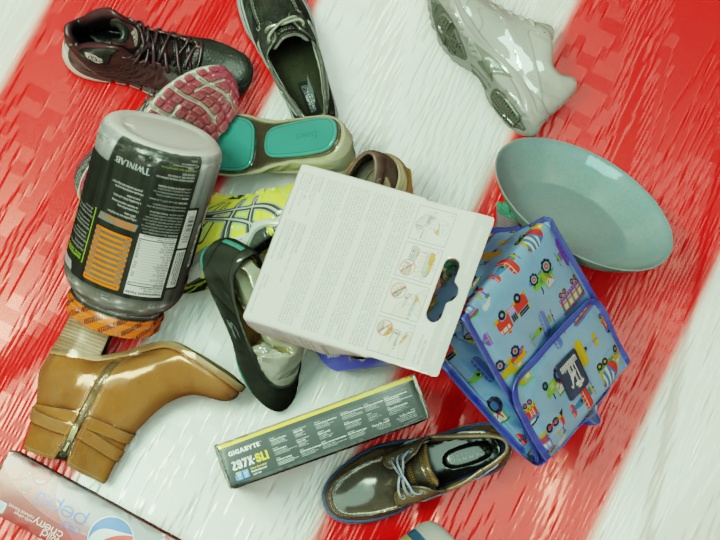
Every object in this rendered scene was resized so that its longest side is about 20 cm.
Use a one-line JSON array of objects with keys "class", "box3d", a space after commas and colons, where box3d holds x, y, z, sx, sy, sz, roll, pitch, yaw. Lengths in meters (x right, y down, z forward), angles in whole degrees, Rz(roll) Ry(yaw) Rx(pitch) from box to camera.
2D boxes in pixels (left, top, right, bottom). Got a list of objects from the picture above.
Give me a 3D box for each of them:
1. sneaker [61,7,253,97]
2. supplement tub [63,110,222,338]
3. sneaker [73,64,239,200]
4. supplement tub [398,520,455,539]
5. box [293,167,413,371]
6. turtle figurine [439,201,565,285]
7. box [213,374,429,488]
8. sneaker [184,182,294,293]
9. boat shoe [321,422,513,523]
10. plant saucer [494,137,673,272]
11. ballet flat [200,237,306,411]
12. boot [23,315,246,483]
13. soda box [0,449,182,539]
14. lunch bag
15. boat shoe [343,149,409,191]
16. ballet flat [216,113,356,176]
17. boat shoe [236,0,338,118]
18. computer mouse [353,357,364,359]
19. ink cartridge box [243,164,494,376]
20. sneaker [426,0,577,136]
[{"class": "sneaker", "box3d": [-0.209, -0.218, 1.612, 0.200, 0.116, 0.076, 7, 81, -2]}, {"class": "supplement tub", "box3d": [-0.215, -0.043, 1.537, 0.122, 0.123, 0.200, 19, 109, 0]}, {"class": "sneaker", "box3d": [-0.212, -0.142, 1.606, 0.200, 0.075, 0.081, -38, 124, -1]}, {"class": "supplement tub", "box3d": [0.032, 0.352, 1.527, 0.200, 0.145, 0.145, -36, 85, -7]}, {"class": "box", "box3d": [0.000, 0.000, 1.609, 0.119, 0.041, 0.200, -8, 83, 22]}, {"class": "turtle figurine", "box3d": [0.134, 0.036, 1.603, 0.150, 0.101, 0.200, 36, 68, -12]}, {"class": "box", "box3d": [-0.039, 0.159, 1.544, 0.200, 0.160, 0.049, -19, 82, -5]}, {"class": "sneaker", "box3d": [-0.115, -0.052, 1.595, 0.200, 0.075, 0.076, -29, 80, 10]}, {"class": "boat shoe", "box3d": [0.056, 0.196, 1.587, 0.200, 0.072, 0.072, -22, 83, -6]}, {"class": "plant saucer", "box3d": [0.219, -0.057, 1.609, 0.201, 0.039, 0.201, 18, 38, -14]}, {"class": "ballet flat", "box3d": [-0.096, 0.059, 1.556, 0.068, 0.068, 0.200, -45, 123, -36]}, {"class": "boot", "box3d": [-0.228, 0.138, 1.579, 0.200, 0.077, 0.155, 20, 82, -1]}, {"class": "soda box", "box3d": [-0.269, 0.250, 1.563, 0.200, 0.070, 0.063, 29, 81, 2]}, {"class": "lunch bag", "box3d": [0.165, 0.076, 1.518, 0.151, 0.094, 0.200, -47, 110, -30]}, {"class": "boat shoe", "box3d": [-0.025, -0.030, 1.562, 0.072, 0.072, 0.200, 35, 98, 22]}, {"class": "ballet flat", "box3d": [-0.093, -0.123, 1.624, 0.200, 0.069, 0.070, 4, 80, 27]}, {"class": "boat shoe", "box3d": [-0.071, -0.235, 1.645, 0.072, 0.071, 0.200, -25, 83, -6]}, {"class": "computer mouse", "box3d": [0.019, -0.005, 1.635, 0.059, 0.034, 0.200, 7, 82, -3]}, {"class": "ink cartridge box", "box3d": [0.009, 0.004, 1.474, 0.200, 0.057, 0.163, 17, 78, 16]}, {"class": "sneaker", "box3d": [0.149, -0.242, 1.665, 0.099, 0.078, 0.200, -37, 92, -16]}]
